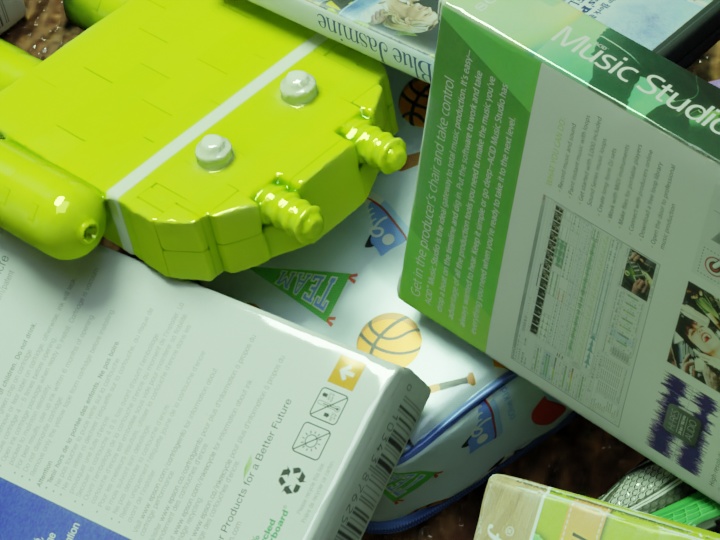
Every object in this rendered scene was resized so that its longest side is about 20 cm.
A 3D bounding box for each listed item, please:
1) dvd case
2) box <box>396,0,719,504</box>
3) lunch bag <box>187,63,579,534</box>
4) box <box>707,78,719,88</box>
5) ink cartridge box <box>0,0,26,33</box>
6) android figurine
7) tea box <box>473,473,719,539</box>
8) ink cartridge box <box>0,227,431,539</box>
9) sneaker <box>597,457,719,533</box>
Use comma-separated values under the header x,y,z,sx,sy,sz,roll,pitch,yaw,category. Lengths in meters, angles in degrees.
x,y,z,sx,sy,sz,roll,pitch,yaw,category
0.055,-0.123,0.886,0.200,0.018,0.143,28,53,35,dvd case
0.105,0.000,0.776,0.200,0.145,0.036,32,49,23,box
0.000,0.000,0.918,0.160,0.076,0.200,-35,60,-11,lunch bag
0.212,-0.038,0.880,0.199,0.137,0.039,-13,58,-2,box
-0.280,-0.140,1.056,0.161,0.050,0.200,-39,58,-17,ink cartridge box
-0.069,-0.064,0.892,0.182,0.041,0.200,-38,47,-25,android figurine
0.121,0.188,0.682,0.196,0.133,0.201,12,84,36,tea box
-0.102,0.095,0.850,0.199,0.047,0.198,21,80,30,ink cartridge box
0.137,0.076,0.861,0.200,0.078,0.085,-31,52,-23,sneaker
